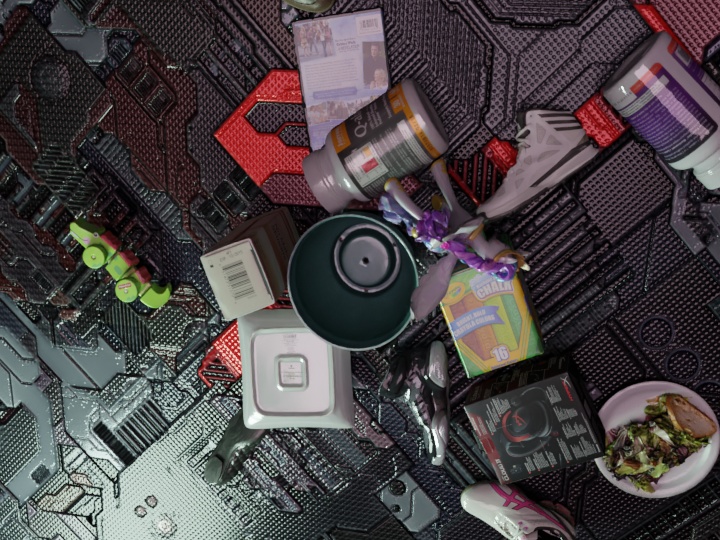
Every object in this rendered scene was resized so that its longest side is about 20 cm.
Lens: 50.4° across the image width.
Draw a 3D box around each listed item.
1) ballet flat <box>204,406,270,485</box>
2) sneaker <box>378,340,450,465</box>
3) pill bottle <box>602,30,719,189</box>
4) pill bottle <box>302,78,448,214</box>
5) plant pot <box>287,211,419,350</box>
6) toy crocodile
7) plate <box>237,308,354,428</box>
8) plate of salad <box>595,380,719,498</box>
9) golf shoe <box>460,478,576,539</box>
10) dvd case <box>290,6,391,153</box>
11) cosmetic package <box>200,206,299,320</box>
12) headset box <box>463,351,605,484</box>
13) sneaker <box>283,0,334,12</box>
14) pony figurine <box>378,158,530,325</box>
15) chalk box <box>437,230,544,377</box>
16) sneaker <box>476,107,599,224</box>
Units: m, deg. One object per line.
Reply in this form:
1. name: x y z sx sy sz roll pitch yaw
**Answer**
1. ballet flat: -0.207 0.296 1.346 0.066 0.057 0.201 44 105 19
2. sneaker: 0.088 0.214 1.245 0.110 0.075 0.206 -1 101 12
3. pill bottle: 0.431 -0.209 1.027 0.200 0.112 0.111 44 110 -4
4. pill bottle: 0.020 -0.173 1.098 0.197 0.117 0.118 -30 99 17
5. plant pot: 0.000 0.000 1.162 0.194 0.134 0.206 3 108 11
6. toy crocodile: -0.399 -0.013 1.273 0.062 0.068 0.200 -41 98 14
7. plate: -0.111 0.166 1.270 0.193 0.032 0.206 -2 95 11
8. plate of salad: 0.463 0.272 1.200 0.194 0.048 0.206 3 108 10
9. golf shoe: 0.259 0.407 1.258 0.195 0.092 0.075 16 111 7
10. dvd case: -0.023 -0.278 1.145 0.138 0.018 0.206 -4 107 13
11. cosmetic package: -0.154 -0.016 1.153 0.085 0.200 0.106 -18 105 14
12. headset box: 0.265 0.237 1.204 0.197 0.075 0.151 -24 100 25
13. sneaker: -0.126 -0.433 1.087 0.197 0.076 0.071 34 110 0
14. pony figurine: 0.114 -0.046 1.021 0.201 0.190 0.169 47 138 23
15. chalk box: 0.183 0.029 1.141 0.122 0.124 0.204 -20 102 15
16. sneaker: 0.232 -0.159 1.102 0.198 0.076 0.117 -33 89 1
